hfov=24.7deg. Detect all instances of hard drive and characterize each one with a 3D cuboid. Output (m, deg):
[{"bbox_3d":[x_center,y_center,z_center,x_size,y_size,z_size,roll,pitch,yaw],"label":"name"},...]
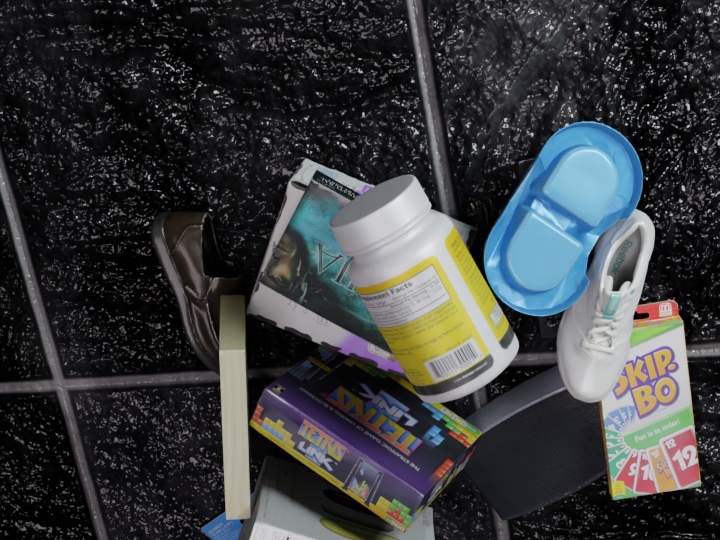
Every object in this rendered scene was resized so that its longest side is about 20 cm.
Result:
[{"bbox_3d":[0.200,0.187,1.781,0.199,0.042,0.135,-32,103,25],"label":"hard drive"}]

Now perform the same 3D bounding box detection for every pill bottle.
[{"bbox_3d":[0.060,0.017,1.586,0.114,0.114,0.201,-24,106,23],"label":"pill bottle"}]

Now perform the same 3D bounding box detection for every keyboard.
[{"bbox_3d":[0.183,-0.022,1.697,0.126,0.021,0.201,-5,113,13],"label":"keyboard"}]

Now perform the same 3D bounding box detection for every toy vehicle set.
[{"bbox_3d":[-0.131,0.143,1.732,0.026,0.124,0.201,-2,115,-3],"label":"toy vehicle set"}]

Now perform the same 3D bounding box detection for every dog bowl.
[{"bbox_3d":[0.194,-0.051,1.620,0.111,0.050,0.201,32,88,-10],"label":"dog bowl"}]

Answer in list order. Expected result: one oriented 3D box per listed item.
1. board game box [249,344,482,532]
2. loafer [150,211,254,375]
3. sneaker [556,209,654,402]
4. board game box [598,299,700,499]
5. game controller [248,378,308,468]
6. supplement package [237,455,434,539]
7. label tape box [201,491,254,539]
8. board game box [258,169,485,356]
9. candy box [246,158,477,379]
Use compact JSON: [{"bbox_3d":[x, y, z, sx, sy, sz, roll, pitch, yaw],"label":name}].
[{"bbox_3d":[0.008,0.166,1.731,0.199,0.165,0.057,33,118,12],"label":"board game box"},{"bbox_3d":[-0.159,0.025,1.781,0.071,0.073,0.201,-16,110,22],"label":"loafer"},{"bbox_3d":[0.245,0.037,1.638,0.075,0.088,0.201,14,96,1],"label":"sneaker"},{"bbox_3d":[0.296,0.135,1.713,0.095,0.030,0.201,-9,101,0],"label":"board game box"},{"bbox_3d":[-0.058,0.202,1.865,0.199,0.042,0.105,30,133,0],"label":"game controller"},{"bbox_3d":[-0.034,0.323,1.766,0.199,0.191,0.148,18,104,-5],"label":"supplement package"},{"bbox_3d":[-0.082,0.355,1.922,0.143,0.066,0.200,-36,103,26],"label":"label tape box"},{"bbox_3d":[0.012,0.003,1.671,0.199,0.028,0.136,28,117,-1],"label":"board game box"},{"bbox_3d":[0.000,0.000,1.730,0.199,0.072,0.168,22,118,3],"label":"candy box"}]
